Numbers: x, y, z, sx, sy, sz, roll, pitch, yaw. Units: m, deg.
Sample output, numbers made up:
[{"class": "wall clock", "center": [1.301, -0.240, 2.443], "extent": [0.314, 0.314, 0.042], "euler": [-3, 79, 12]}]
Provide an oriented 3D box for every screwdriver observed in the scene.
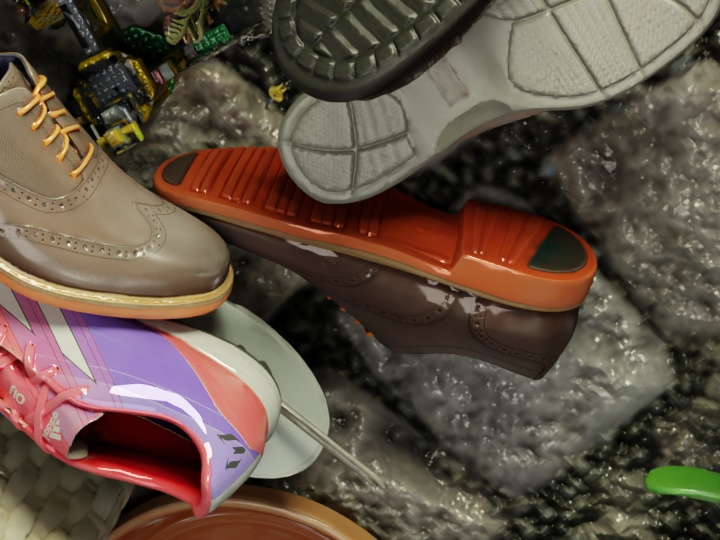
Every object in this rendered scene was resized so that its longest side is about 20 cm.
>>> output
[{"class": "screwdriver", "center": [-0.068, 0.035, 0.861], "extent": [0.200, 0.029, 0.028], "euler": [38, 85, -2]}]

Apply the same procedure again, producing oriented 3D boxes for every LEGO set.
[{"class": "LEGO set", "center": [-0.077, -0.129, 0.791], "extent": [0.199, 0.116, 0.154], "euler": [-15, 110, 19]}]

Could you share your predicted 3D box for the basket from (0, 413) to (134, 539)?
[{"class": "basket", "center": [-0.233, 0.110, 0.891], "extent": [0.198, 0.200, 0.161], "euler": [43, 114, -8]}]

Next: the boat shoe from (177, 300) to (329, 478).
[{"class": "boat shoe", "center": [-0.102, 0.032, 0.901], "extent": [0.199, 0.064, 0.071], "euler": [30, 85, 4]}]

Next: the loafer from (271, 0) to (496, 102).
[{"class": "loafer", "center": [0.048, -0.138, 0.746], "extent": [0.073, 0.071, 0.200], "euler": [41, 87, 21]}]

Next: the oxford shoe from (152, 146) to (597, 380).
[{"class": "oxford shoe", "center": [0.000, 0.000, 0.860], "extent": [0.199, 0.071, 0.073], "euler": [17, 122, 5]}]

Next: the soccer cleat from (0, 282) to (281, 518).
[{"class": "soccer cleat", "center": [-0.134, 0.041, 0.824], "extent": [0.199, 0.073, 0.068], "euler": [22, 128, 3]}]

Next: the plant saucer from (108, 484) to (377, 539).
[{"class": "plant saucer", "center": [-0.053, 0.195, 0.979], "extent": [0.199, 0.032, 0.201], "euler": [5, 115, 12]}]

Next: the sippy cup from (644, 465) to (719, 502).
[{"class": "sippy cup", "center": [0.133, 0.186, 0.884], "extent": [0.130, 0.179, 0.140], "euler": [15, 161, 18]}]

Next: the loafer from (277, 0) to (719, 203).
[{"class": "loafer", "center": [0.057, -0.093, 0.812], "extent": [0.199, 0.063, 0.072], "euler": [-25, 101, 19]}]

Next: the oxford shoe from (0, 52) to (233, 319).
[{"class": "oxford shoe", "center": [-0.138, -0.042, 0.803], "extent": [0.199, 0.071, 0.073], "euler": [23, 124, -12]}]
